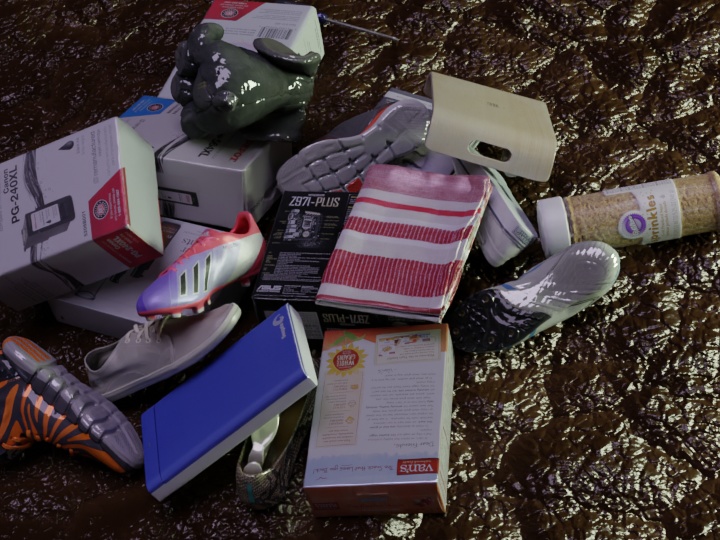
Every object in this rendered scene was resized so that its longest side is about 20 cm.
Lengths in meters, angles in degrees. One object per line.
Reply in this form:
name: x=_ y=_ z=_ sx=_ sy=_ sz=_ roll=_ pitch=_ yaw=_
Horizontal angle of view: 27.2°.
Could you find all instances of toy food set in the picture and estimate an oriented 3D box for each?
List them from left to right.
toy food set: x=0.141 y=-0.162 z=1.699 sx=0.143 sy=0.061 sz=0.200 roll=15 pitch=23 yaw=-5

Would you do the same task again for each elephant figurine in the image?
elephant figurine: x=-0.105 y=-0.215 z=1.705 sx=0.199 sy=0.142 sz=0.156 roll=-1 pitch=63 yaw=-29

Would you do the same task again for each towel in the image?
towel: x=0.047 y=-0.034 z=1.568 sx=0.143 sy=0.023 sz=0.200 roll=7 pitch=49 yaw=19

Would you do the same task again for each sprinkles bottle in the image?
sprinkles bottle: x=0.295 y=-0.060 z=1.622 sx=0.199 sy=0.068 sz=0.068 roll=-10 pitch=46 yaw=3

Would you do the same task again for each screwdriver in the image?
screwdriver: x=-0.031 y=-0.330 z=1.977 sx=0.199 sy=0.028 sz=0.029 roll=18 pitch=25 yaw=24

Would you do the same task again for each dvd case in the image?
dvd case: x=0.048 y=-0.137 z=1.786 sx=0.148 sy=0.016 sz=0.200 roll=20 pitch=55 yaw=28

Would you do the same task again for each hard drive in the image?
hard drive: x=-0.136 y=0.131 z=1.499 sx=0.200 sy=0.025 sz=0.132 roll=-37 pitch=30 yaw=11

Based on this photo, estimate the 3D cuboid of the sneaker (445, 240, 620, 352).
sneaker: x=0.184 y=0.033 z=1.574 sx=0.199 sy=0.072 sz=0.072 roll=-27 pitch=76 yaw=4

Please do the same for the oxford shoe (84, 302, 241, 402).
oxford shoe: x=-0.214 y=0.078 z=1.564 sx=0.199 sy=0.058 sz=0.075 roll=-26 pitch=18 yaw=23

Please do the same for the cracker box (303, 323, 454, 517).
cracker box: x=0.022 y=0.149 z=1.497 sx=0.133 sy=0.058 sz=0.201 roll=-3 pitch=46 yaw=12

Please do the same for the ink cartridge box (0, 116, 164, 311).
ink cartridge box: x=-0.327 y=-0.061 z=1.647 sx=0.199 sy=0.083 sz=0.146 roll=-20 pitch=62 yaw=17

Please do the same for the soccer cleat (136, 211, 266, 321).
soccer cleat: x=-0.170 y=-0.003 z=1.569 sx=0.066 sy=0.077 sz=0.200 roll=-7 pitch=12 yaw=38

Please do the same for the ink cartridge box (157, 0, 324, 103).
ink cartridge box: x=-0.149 y=-0.248 z=1.886 sx=0.145 sy=0.083 sz=0.200 roll=8 pitch=50 yaw=18

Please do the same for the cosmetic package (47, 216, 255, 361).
cosmetic package: x=-0.233 y=0.011 z=1.689 sx=0.199 sy=0.052 sz=0.151 roll=13 pitch=55 yaw=23

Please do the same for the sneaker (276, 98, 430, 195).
sneaker: x=-0.012 y=-0.140 z=1.760 sx=0.199 sy=0.077 sz=0.082 roll=-26 pitch=21 yaw=-11

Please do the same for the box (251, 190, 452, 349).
box: x=0.000 y=0.000 z=1.620 sx=0.199 sy=0.086 sz=0.164 roll=1 pitch=48 yaw=14

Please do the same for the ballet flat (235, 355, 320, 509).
ballet flat: x=-0.081 y=0.145 z=1.512 sx=0.068 sy=0.075 sz=0.200 roll=6 pitch=49 yaw=15

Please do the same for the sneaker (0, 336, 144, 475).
sneaker: x=-0.321 y=0.169 z=1.553 sx=0.200 sy=0.078 sz=0.112 roll=39 pitch=99 yaw=13

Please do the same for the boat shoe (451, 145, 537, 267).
boat shoe: x=0.136 y=-0.075 z=1.678 sx=0.066 sy=0.072 sz=0.200 roll=-43 pitch=41 yaw=14

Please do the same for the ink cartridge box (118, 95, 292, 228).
ink cartridge box: x=-0.195 y=-0.129 z=1.755 sx=0.199 sy=0.085 sz=0.146 roll=10 pitch=33 yaw=17
